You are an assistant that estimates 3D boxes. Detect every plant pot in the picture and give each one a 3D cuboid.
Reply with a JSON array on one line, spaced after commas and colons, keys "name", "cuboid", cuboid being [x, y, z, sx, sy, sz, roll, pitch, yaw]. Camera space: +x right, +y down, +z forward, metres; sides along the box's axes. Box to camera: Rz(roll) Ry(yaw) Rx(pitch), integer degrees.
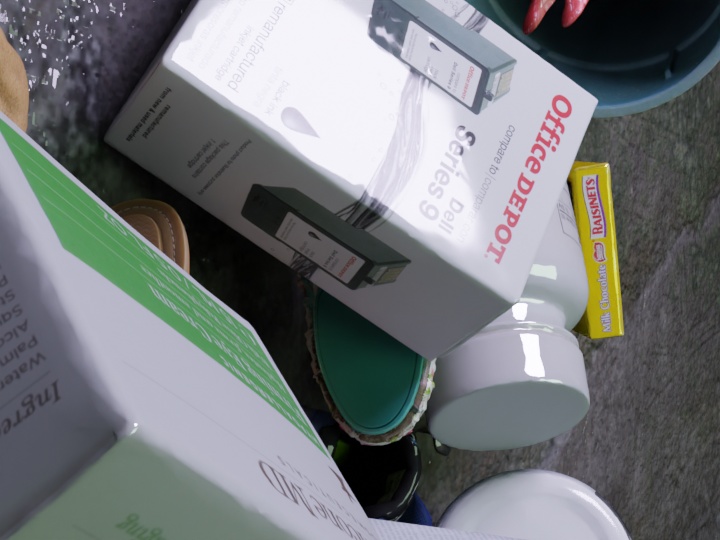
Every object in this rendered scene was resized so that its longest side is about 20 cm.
[{"name": "plant pot", "cuboid": [0.172, -0.234, 1.078, 0.196, 0.200, 0.200, -56, 137, -53]}]

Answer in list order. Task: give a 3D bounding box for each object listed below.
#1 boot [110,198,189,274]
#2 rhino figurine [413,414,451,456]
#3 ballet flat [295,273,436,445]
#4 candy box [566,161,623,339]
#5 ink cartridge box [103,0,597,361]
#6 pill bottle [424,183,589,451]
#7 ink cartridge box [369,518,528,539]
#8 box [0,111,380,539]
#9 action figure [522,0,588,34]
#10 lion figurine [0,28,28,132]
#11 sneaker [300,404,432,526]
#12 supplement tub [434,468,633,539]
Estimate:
[{"name": "boot", "cuboid": [-0.091, 0.082, 0.761, 0.155, 0.077, 0.200, 49, 37, -61]}, {"name": "rhino figurine", "cuboid": [0.056, 0.038, 1.007, 0.087, 0.060, 0.200, 87, 22, -59]}, {"name": "ballet flat", "cuboid": [0.000, 0.000, 0.857, 0.064, 0.076, 0.200, 55, 20, -68]}, {"name": "candy box", "cuboid": [0.123, -0.019, 1.027, 0.200, 0.026, 0.102, -151, -127, -80]}, {"name": "ink cartridge box", "cuboid": [0.001, -0.074, 0.790, 0.200, 0.084, 0.146, 34, 55, -12]}, {"name": "pill bottle", "cuboid": [0.068, -0.006, 0.916, 0.114, 0.114, 0.200, 41, 35, -53]}, {"name": "ink cartridge box", "cuboid": [0.041, 0.226, 0.836, 0.041, 0.200, 0.200, -114, -140, -62]}, {"name": "box", "cuboid": [-0.124, 0.089, 0.526, 0.200, 0.171, 0.199, -38, 141, 5]}, {"name": "action figure", "cuboid": [0.038, -0.195, 0.942, 0.200, 0.065, 0.099, 42, 70, -23]}, {"name": "lion figurine", "cuboid": [-0.164, -0.047, 0.628, 0.123, 0.072, 0.200, 71, 32, -44]}, {"name": "sneaker", "cuboid": [-0.003, 0.127, 0.891, 0.200, 0.089, 0.079, 40, 58, -56]}, {"name": "supplement tub", "cuboid": [0.093, 0.198, 0.970, 0.200, 0.122, 0.123, 94, 10, -69]}]
